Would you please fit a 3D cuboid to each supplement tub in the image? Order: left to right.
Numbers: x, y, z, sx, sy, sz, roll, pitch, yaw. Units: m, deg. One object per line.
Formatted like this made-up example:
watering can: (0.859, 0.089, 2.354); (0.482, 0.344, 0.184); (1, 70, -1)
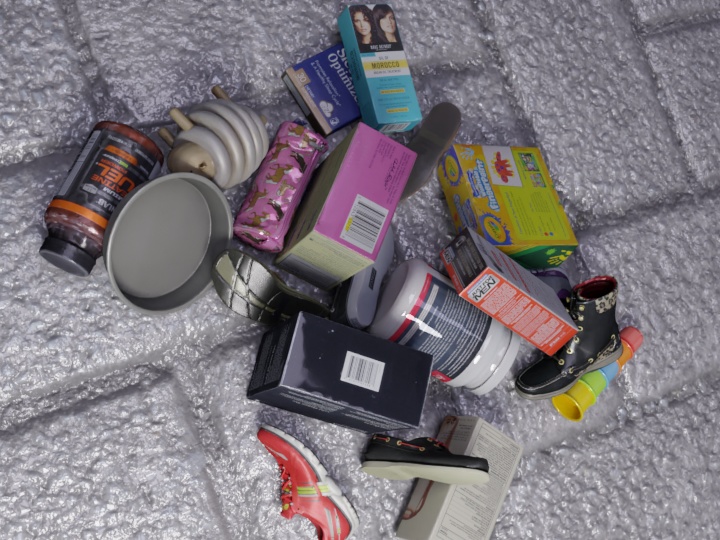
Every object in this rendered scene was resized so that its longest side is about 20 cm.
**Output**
supplement tub: (-0.351, -0.094, 1.134); (0.107, 0.107, 0.200); (27, 70, -14)
supplement tub: (0.123, 0.085, 1.261); (0.200, 0.140, 0.141); (31, 68, -12)

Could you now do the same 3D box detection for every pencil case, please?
pencil case: (-0.118, -0.122, 1.243); (0.083, 0.087, 0.200); (27, 72, -10)

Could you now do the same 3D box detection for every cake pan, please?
cake pan: (-0.261, -0.039, 1.137); (0.200, 0.037, 0.201); (-26, 128, -39)

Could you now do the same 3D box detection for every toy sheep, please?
toy sheep: (-0.200, -0.185, 1.206); (0.138, 0.138, 0.200); (50, 50, -4)

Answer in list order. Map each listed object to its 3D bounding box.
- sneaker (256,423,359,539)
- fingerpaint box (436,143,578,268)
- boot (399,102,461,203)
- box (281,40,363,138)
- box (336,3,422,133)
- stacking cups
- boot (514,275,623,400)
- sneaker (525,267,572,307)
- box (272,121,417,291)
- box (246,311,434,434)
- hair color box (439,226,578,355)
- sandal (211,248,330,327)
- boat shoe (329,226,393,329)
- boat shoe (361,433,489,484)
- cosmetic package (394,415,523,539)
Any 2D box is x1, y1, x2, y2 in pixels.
sneaker: (-0.084, 0.301, 1.167); (0.085, 0.077, 0.200); (-39, 93, -19)
fingerpaint box: (0.232, -0.102, 1.356); (0.166, 0.073, 0.200); (-2, 58, -22)
boot: (0.092, -0.173, 1.353); (0.074, 0.075, 0.200); (40, 86, 10)
box: (-0.014, -0.307, 1.360); (0.200, 0.032, 0.121); (-33, 91, -26)
box: (0.030, -0.320, 1.335); (0.082, 0.049, 0.201); (-11, 81, -25)
stacking cups: (0.398, 0.161, 1.398); (0.200, 0.060, 0.061); (-41, 94, -25)
boot: (0.326, 0.104, 1.327); (0.203, 0.073, 0.154); (-24, 127, -17)
sneaker: (0.264, 0.041, 1.349); (0.199, 0.075, 0.088); (-5, 47, -22)
box: (-0.026, -0.084, 1.209); (0.097, 0.200, 0.176); (27, 69, -14)
box: (-0.033, 0.147, 1.162); (0.200, 0.182, 0.104); (20, 70, -17)
hair color box: (0.217, 0.032, 1.234); (0.200, 0.111, 0.064); (34, 112, -28)
sandal: (-0.133, 0.038, 1.220); (0.201, 0.057, 0.080); (36, 98, -28)
boat shoe: (0.000, 0.000, 1.273); (0.069, 0.056, 0.200); (52, 42, -39)
boat shoe: (0.091, 0.262, 1.185); (0.074, 0.201, 0.063); (42, 55, -41)
cosmetic package: (0.146, 0.324, 1.238); (0.103, 0.087, 0.200); (38, 66, -22)
